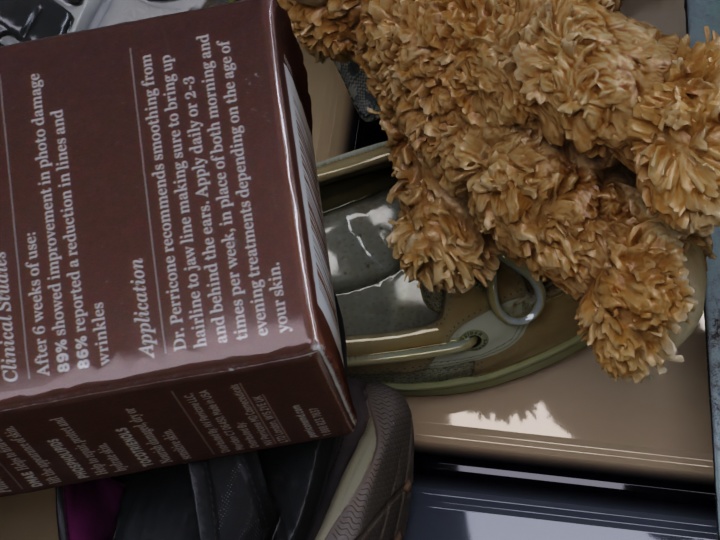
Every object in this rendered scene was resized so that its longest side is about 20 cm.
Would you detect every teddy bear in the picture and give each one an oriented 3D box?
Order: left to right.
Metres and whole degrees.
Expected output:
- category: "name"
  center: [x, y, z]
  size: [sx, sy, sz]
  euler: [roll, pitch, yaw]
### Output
- category: "teddy bear"
  center: [0.034, -0.058, 0.745]
  size: [0.067, 0.145, 0.200]
  euler: [-18, 65, -27]

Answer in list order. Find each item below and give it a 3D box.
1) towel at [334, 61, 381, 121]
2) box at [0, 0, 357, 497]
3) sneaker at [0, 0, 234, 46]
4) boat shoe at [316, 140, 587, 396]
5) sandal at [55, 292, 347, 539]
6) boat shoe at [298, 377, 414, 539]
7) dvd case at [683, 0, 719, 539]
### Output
- category: "towel"
  center: [0.047, -0.169, 0.885]
  size: [0.200, 0.035, 0.193]
  euler: [-29, 69, 2]
- category: "box"
  center: [-0.107, 0.005, 0.714]
  size: [0.199, 0.075, 0.101]
  euler: [-9, 68, 4]
- category: "sneaker"
  center: [-0.091, -0.047, 0.827]
  size: [0.078, 0.090, 0.200]
  euler: [38, 66, 6]
- category: "boat shoe"
  center: [-0.001, -0.002, 0.821]
  size: [0.200, 0.063, 0.073]
  euler: [-9, 72, 6]
- category: "sandal"
  center: [-0.053, 0.070, 0.748]
  size: [0.075, 0.048, 0.201]
  euler: [3, 73, 26]
- category: "boat shoe"
  center: [-0.048, 0.116, 0.789]
  size: [0.073, 0.075, 0.201]
  euler: [22, 77, 14]
- category: "dvd case"
  center: [0.169, -0.003, 0.793]
  size: [0.145, 0.022, 0.201]
  euler: [-3, 60, 8]
